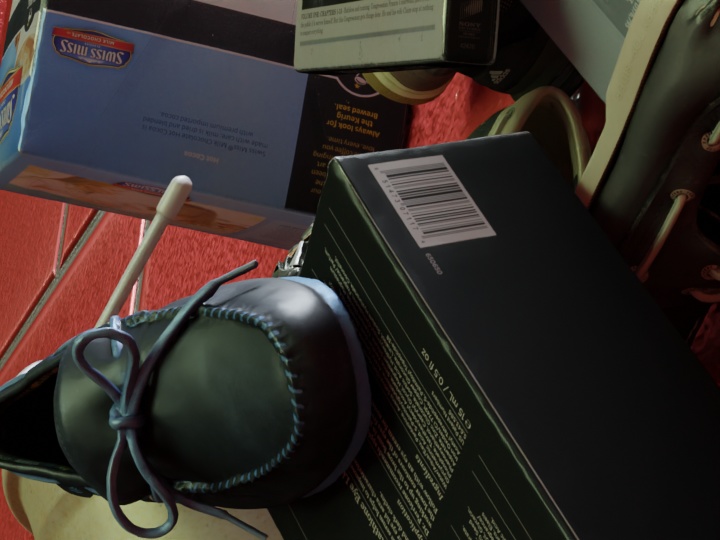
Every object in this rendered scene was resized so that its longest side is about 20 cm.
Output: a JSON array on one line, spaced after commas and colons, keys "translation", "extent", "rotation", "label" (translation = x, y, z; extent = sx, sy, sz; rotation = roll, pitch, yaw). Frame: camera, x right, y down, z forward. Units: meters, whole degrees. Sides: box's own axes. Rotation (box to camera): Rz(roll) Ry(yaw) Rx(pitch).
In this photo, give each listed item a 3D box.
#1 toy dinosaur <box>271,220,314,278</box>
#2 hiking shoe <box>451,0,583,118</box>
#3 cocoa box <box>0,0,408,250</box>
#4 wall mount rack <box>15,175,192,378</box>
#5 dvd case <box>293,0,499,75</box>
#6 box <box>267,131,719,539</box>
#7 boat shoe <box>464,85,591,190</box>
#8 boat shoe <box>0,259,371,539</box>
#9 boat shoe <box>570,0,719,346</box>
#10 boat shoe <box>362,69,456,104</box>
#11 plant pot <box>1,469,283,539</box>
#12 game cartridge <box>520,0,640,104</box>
[{"translation": [0.000, 0.000, 0.877], "extent": [0.136, 0.102, 0.200], "rotation": [-59, -15, 0], "label": "toy dinosaur"}, {"translation": [0.050, -0.163, 0.822], "extent": [0.076, 0.100, 0.201], "rotation": [-43, 39, 43], "label": "hiking shoe"}, {"translation": [-0.086, -0.093, 1.044], "extent": [0.133, 0.199, 0.132], "rotation": [166, 114, -70], "label": "cocoa box"}, {"translation": [-0.070, 0.058, 0.954], "extent": [0.074, 0.199, 0.175], "rotation": [-11, 68, 44], "label": "wall mount rack"}, {"translation": [0.017, -0.174, 0.728], "extent": [0.150, 0.025, 0.201], "rotation": [-170, 83, -68], "label": "dvd case"}, {"translation": [0.049, 0.079, 0.580], "extent": [0.200, 0.079, 0.142], "rotation": [58, 143, 35], "label": "box"}, {"translation": [0.058, 0.023, 0.744], "extent": [0.063, 0.071, 0.201], "rotation": [131, 151, -52], "label": "boat shoe"}, {"translation": [-0.066, 0.052, 0.630], "extent": [0.200, 0.068, 0.085], "rotation": [-28, 73, 57], "label": "boat shoe"}, {"translation": [0.105, -0.014, 0.610], "extent": [0.063, 0.073, 0.201], "rotation": [41, 143, 28], "label": "boat shoe"}, {"translation": [0.043, -0.179, 0.931], "extent": [0.066, 0.071, 0.202], "rotation": [-16, 63, 59], "label": "boat shoe"}, {"translation": [-0.030, 0.147, 0.772], "extent": [0.201, 0.200, 0.184], "rotation": [123, 142, -47], "label": "plant pot"}, {"translation": [0.108, -0.130, 0.616], "extent": [0.134, 0.040, 0.200], "rotation": [58, 152, 24], "label": "game cartridge"}]
